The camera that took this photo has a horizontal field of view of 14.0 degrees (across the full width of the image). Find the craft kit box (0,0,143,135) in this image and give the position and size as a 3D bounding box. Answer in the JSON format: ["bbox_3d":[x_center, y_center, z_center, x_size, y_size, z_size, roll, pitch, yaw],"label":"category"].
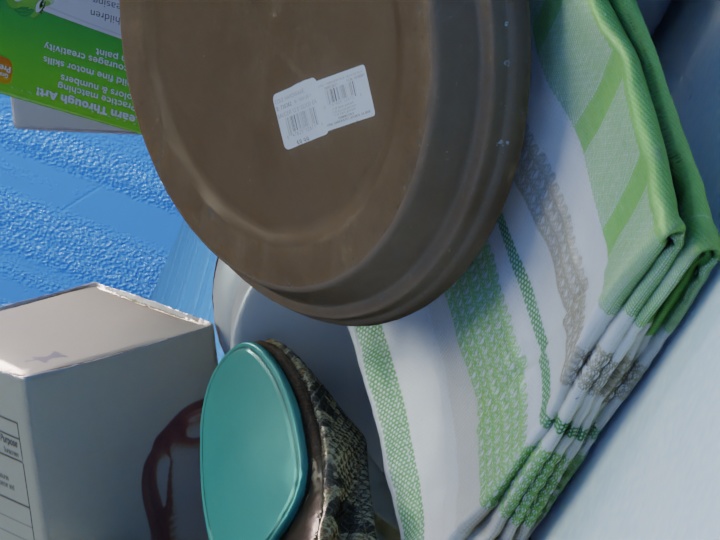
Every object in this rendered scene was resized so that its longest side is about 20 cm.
[{"bbox_3d":[-0.035,-0.132,1.036,0.049,0.200,0.198,-48,-28,-57],"label":"craft kit box"}]

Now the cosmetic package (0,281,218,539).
[{"bbox_3d":[-0.104,0.116,1.148,0.103,0.087,0.200,19,120,55],"label":"cosmetic package"}]

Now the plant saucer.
[{"bbox_3d":[-0.020,-0.079,0.955,0.200,0.029,0.201,15,109,49],"label":"plant saucer"}]

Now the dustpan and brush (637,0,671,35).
[{"bbox_3d":[0.082,-0.106,1.036,0.140,0.057,0.200,114,164,-47],"label":"dustpan and brush"}]

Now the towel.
[{"bbox_3d":[0.045,-0.004,0.930,0.200,0.031,0.149,118,145,-46],"label":"towel"}]

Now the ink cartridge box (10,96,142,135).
[{"bbox_3d":[-0.025,-0.112,1.165,0.148,0.200,0.086,-53,-38,-62],"label":"ink cartridge box"}]

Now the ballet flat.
[{"bbox_3d":[-0.011,0.103,0.983,0.068,0.075,0.200,-53,26,24],"label":"ballet flat"}]

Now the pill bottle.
[{"bbox_3d":[0.000,0.000,1.148,0.200,0.114,0.114,-91,23,-73],"label":"pill bottle"}]
